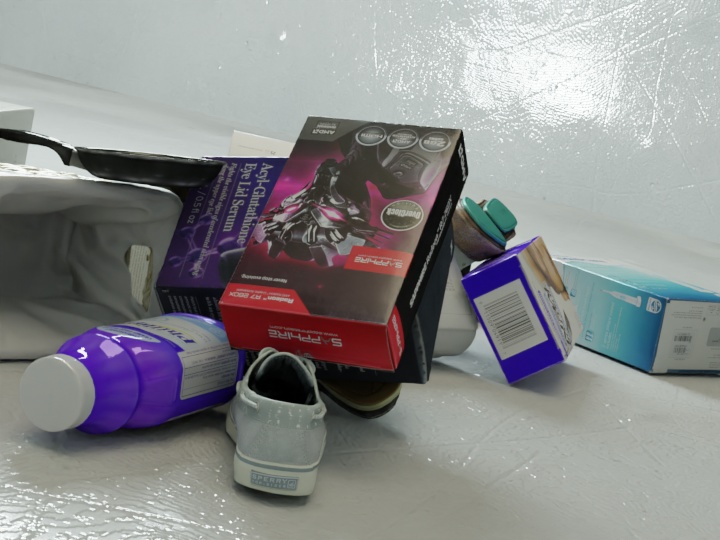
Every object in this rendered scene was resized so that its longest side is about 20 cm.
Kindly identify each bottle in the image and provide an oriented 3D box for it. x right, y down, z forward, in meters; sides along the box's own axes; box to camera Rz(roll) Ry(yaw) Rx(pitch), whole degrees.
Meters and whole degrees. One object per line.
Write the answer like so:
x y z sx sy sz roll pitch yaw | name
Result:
-0.152 0.069 1.085 0.083 0.065 0.200 11 8 22 | bottle

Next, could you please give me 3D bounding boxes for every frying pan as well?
-0.195 -0.084 1.218 0.190 0.031 0.115 5 5 -5 | frying pan

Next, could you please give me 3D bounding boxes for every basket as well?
-0.254 -0.011 1.243 0.123 0.136 0.200 15 8 42 | basket

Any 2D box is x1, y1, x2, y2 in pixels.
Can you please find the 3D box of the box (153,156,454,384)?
-0.038 -0.003 1.248 0.200 0.104 0.148 0 46 13 | box

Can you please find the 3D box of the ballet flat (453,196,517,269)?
0.109 -0.031 1.590 0.068 0.067 0.200 51 14 10 | ballet flat

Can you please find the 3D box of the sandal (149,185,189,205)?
-0.081 -0.050 1.364 0.200 0.055 0.082 17 -35 -4 | sandal

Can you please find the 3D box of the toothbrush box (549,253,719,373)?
0.301 0.046 1.794 0.146 0.085 0.200 4 13 -41 | toothbrush box

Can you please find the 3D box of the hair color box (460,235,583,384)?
0.159 0.034 1.567 0.065 0.109 0.200 -25 1 12 | hair color box

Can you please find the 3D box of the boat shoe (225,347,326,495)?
-0.050 0.090 1.076 0.070 0.072 0.201 11 8 -6 | boat shoe

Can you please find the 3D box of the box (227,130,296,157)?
-0.066 -0.051 1.647 0.156 0.041 0.200 12 -36 -4 | box

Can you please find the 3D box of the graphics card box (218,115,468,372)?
-0.007 -0.024 1.154 0.125 0.051 0.200 7 47 19 | graphics card box

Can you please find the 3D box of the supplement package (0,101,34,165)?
-0.417 -0.089 1.428 0.200 0.152 0.151 14 10 8 | supplement package

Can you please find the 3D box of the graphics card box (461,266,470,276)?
0.015 -0.038 1.821 0.200 0.051 0.125 12 8 -21 | graphics card box

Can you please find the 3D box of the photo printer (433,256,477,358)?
0.000 0.000 1.473 0.200 0.069 0.167 3 58 -43 | photo printer

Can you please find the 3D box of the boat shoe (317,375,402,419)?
-0.025 0.060 1.307 0.073 0.065 0.200 -25 42 -16 | boat shoe

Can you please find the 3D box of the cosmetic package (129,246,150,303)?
-0.204 -0.013 1.471 0.200 0.085 0.108 19 14 29 | cosmetic package
